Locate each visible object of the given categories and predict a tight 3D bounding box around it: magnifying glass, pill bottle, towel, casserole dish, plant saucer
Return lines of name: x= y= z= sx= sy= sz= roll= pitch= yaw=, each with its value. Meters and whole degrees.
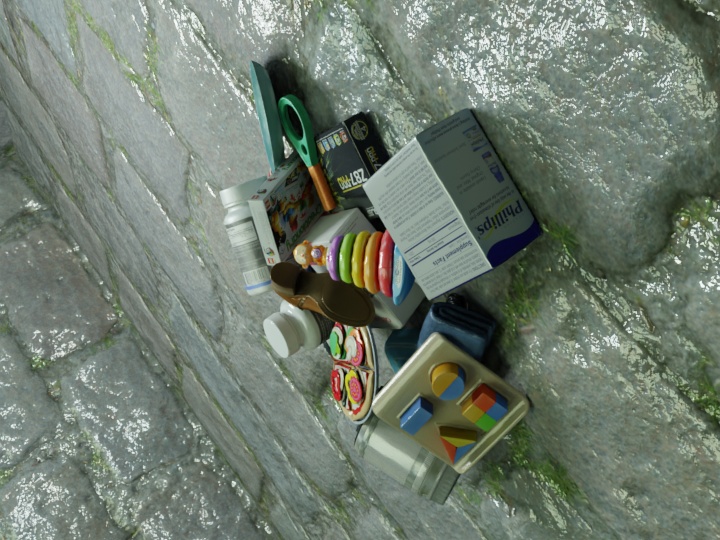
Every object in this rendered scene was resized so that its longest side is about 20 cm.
magnifying glass: x=-0.089 y=-0.198 z=1.418 sx=0.079 sy=0.022 sz=0.203 roll=2 pitch=118 yaw=62
pill bottle: x=-0.083 y=0.080 z=1.595 sx=0.110 sy=0.198 sz=0.112 roll=38 pitch=147 yaw=32
towel: x=0.147 y=0.126 z=1.371 sx=0.110 sy=0.049 sz=0.202 roll=23 pitch=147 yaw=8
casserole dish: x=0.105 y=0.169 z=1.537 sx=0.199 sy=0.038 sz=0.123 roll=-7 pitch=112 yaw=61
plant saucer: x=-0.164 y=-0.274 z=1.499 sx=0.200 sy=0.027 sz=0.205 roll=166 pitch=91 yaw=-81
pill bottle: x=-0.189 y=-0.066 z=1.571 sx=0.113 sy=0.112 sz=0.204 roll=-6 pitch=103 yaw=61

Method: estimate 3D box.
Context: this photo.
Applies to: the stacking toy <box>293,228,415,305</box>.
stacking toy: x=-0.013 y=-0.020 z=1.309 sx=0.195 sy=0.110 sz=0.119 roll=6 pitch=104 yaw=14

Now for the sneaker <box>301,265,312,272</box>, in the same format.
sneaker: x=-0.163 y=-0.001 z=1.783 sx=0.198 sy=0.082 sz=0.072 roll=2 pitch=120 yaw=59

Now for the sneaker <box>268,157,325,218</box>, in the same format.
sneaker: x=-0.124 y=-0.112 z=1.634 sx=0.115 sy=0.077 sz=0.204 roll=147 pitch=104 yaw=-72

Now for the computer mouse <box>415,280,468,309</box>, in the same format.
computer mouse: x=0.097 y=0.002 z=1.373 sx=0.202 sy=0.043 sz=0.110 roll=58 pitch=154 yaw=4

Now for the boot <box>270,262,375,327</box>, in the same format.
boot: x=-0.060 y=0.049 z=1.448 sx=0.197 sy=0.075 sz=0.155 roll=27 pitch=169 yaw=10

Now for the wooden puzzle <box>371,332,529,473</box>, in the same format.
wooden puzzle: x=0.142 y=0.222 z=1.340 sx=0.199 sy=0.047 sz=0.186 roll=37 pitch=115 yaw=-8

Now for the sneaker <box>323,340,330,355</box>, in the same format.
sneaker: x=-0.063 y=0.088 z=1.713 sx=0.074 sy=0.081 sz=0.201 roll=-13 pitch=120 yaw=46

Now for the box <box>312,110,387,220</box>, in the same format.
box: x=-0.018 y=-0.163 z=1.402 sx=0.164 sy=0.049 sz=0.199 roll=62 pitch=155 yaw=-10

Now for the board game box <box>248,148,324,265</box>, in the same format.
board game box: x=-0.123 y=-0.119 z=1.474 sx=0.034 sy=0.201 sz=0.128 roll=4 pitch=127 yaw=25

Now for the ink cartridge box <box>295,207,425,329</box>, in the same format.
ink cartridge box: x=0.000 y=0.000 z=1.446 sx=0.201 sy=0.083 sz=0.146 roll=49 pitch=157 yaw=-18

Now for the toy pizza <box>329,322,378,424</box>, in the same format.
toy pizza: x=-0.019 y=0.166 z=1.466 sx=0.199 sy=0.031 sz=0.206 roll=178 pitch=90 yaw=-68

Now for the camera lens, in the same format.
camera lens: x=0.098 y=0.301 z=1.503 sx=0.198 sy=0.161 sz=0.161 roll=30 pitch=146 yaw=14

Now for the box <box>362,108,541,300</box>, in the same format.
box: x=0.122 y=-0.087 z=1.170 sx=0.203 sy=0.104 sz=0.184 roll=59 pitch=153 yaw=1
